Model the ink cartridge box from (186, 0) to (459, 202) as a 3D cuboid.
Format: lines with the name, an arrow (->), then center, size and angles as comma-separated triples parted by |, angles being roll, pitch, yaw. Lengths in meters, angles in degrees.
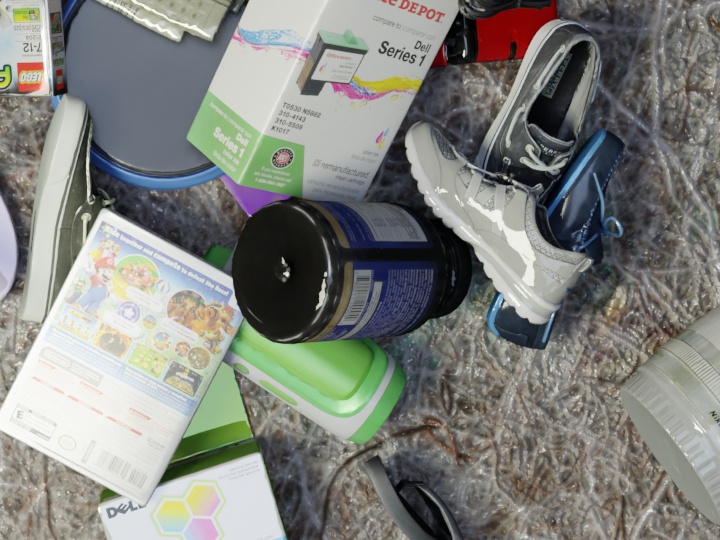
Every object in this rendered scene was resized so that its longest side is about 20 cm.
ink cartridge box -> -0.028, -0.163, 1.235 | 0.144, 0.084, 0.201 | 9, 114, -47

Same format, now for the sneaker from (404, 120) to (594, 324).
sneaker -> 0.116, -0.054, 1.292 | 0.082, 0.075, 0.200 | -42, 80, 17

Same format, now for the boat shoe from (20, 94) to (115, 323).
boat shoe -> -0.236, -0.048, 1.272 | 0.063, 0.071, 0.202 | 6, 116, -17

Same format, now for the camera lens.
camera lens -> 0.345, 0.102, 1.326 | 0.199, 0.160, 0.161 | -35, 98, -3

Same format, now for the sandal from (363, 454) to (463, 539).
sandal -> 0.069, 0.231, 1.348 | 0.043, 0.076, 0.201 | -39, 109, -1

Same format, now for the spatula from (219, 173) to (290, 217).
spatula -> -0.050, -0.025, 1.332 | 0.056, 0.021, 0.201 | -34, 99, -2

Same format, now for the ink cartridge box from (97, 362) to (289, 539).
ink cartridge box -> -0.155, 0.170, 1.308 | 0.147, 0.076, 0.202 | -17, 97, -6

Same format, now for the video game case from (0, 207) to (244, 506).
video game case -> -0.190, 0.071, 1.250 | 0.142, 0.018, 0.201 | 28, 95, -2

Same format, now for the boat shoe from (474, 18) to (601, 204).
boat shoe -> 0.154, -0.112, 1.313 | 0.071, 0.068, 0.201 | 17, 106, -20

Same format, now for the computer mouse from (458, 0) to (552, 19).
computer mouse -> 0.047, -0.251, 1.205 | 0.200, 0.140, 0.046 | 40, 117, 15

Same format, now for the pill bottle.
pill bottle -> 0.000, 0.000, 1.253 | 0.199, 0.111, 0.113 | 0, 97, -50

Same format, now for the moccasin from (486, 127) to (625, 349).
moccasin -> 0.181, -0.025, 1.341 | 0.068, 0.080, 0.201 | 28, 104, 1

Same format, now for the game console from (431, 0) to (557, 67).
game console -> 0.068, -0.277, 1.328 | 0.171, 0.118, 0.202 | -10, 98, -38

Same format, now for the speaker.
speaker -> -0.061, 0.063, 1.306 | 0.199, 0.088, 0.089 | 34, 90, -8

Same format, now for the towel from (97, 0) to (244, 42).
towel -> -0.165, -0.301, 1.263 | 0.199, 0.035, 0.194 | 25, 78, 3

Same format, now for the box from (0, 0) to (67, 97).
box -> -0.338, -0.194, 1.240 | 0.198, 0.035, 0.111 | -1, 101, 9

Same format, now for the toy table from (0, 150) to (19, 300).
toy table -> -0.363, -0.045, 1.242 | 0.200, 0.117, 0.184 | 39, 89, -10

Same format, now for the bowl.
bowl -> -0.164, -0.168, 1.292 | 0.199, 0.039, 0.203 | 0, 93, -5
